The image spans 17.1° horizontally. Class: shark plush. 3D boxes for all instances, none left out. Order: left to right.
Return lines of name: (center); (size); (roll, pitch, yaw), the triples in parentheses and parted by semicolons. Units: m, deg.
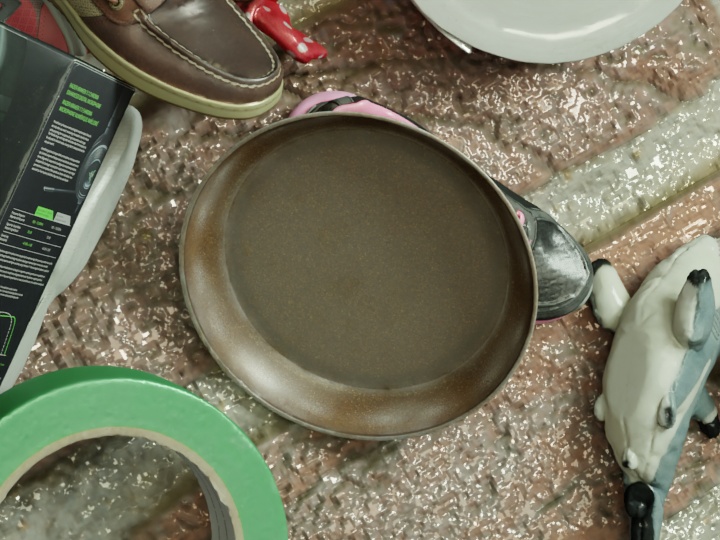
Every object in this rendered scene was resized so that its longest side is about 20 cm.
shark plush: (0.187, 0.077, 1.370); (0.083, 0.091, 0.201); (13, 74, -41)

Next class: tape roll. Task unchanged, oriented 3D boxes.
tape roll: (-0.139, 0.153, 1.279); (0.200, 0.048, 0.201); (-2, 97, -19)
tape roll: (0.102, -0.219, 1.341); (0.202, 0.071, 0.203); (-1, 107, -3)

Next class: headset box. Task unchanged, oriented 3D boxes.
headset box: (-0.237, -0.058, 1.236); (0.174, 0.093, 0.200); (24, 92, 16)

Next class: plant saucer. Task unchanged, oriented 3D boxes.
plant saucer: (0.000, 0.000, 1.308); (0.200, 0.032, 0.201); (5, 117, 10)

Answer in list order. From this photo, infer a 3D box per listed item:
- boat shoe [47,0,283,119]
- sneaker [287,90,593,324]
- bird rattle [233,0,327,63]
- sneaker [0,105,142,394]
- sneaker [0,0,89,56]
boat shoe: (-0.117, -0.157, 1.230); (0.200, 0.072, 0.072); (41, 46, 10)
sneaker: (0.049, -0.036, 1.337); (0.200, 0.095, 0.079); (31, 76, -8)
bird rattle: (-0.077, -0.199, 1.304); (0.112, 0.163, 0.201); (1, 74, 7)
sneaker: (-0.196, -0.018, 1.302); (0.088, 0.075, 0.200); (30, 80, 5)
sneaker: (-0.228, -0.185, 1.305); (0.087, 0.074, 0.200); (-38, 96, -8)
